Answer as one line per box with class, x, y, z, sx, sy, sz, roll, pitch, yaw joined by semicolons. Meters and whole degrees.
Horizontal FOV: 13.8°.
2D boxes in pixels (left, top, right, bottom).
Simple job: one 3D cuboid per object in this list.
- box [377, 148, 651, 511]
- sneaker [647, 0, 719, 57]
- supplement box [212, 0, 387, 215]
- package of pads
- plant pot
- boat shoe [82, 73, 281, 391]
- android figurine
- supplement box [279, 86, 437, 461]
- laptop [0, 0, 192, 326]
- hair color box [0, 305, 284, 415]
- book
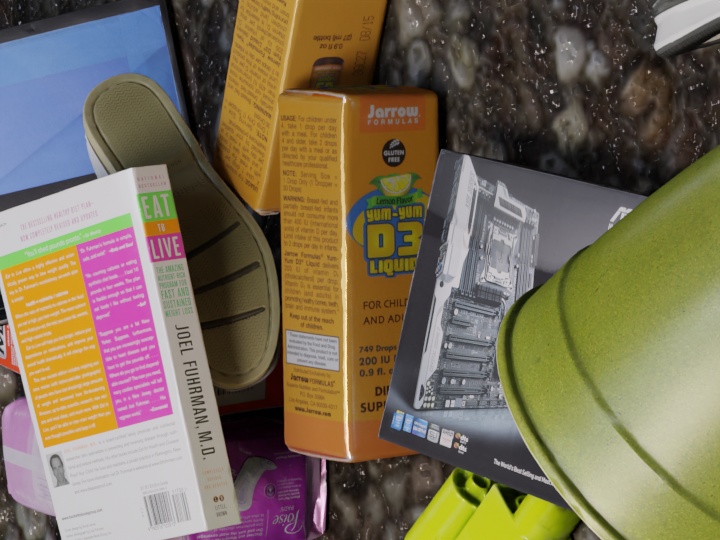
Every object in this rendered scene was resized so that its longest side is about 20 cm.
box;0.099;0.031;1.485;0.200;0.050;0.158;18;97;54
sneaker;0.179;-0.176;1.329;0.200;0.076;0.116;-25;83;57
supplement box;-0.030;-0.134;1.667;0.069;0.066;0.200;35;121;49
package of pads;-0.121;0.118;1.783;0.200;0.120;0.076;11;103;56
plant pot;0.195;0.017;1.263;0.193;0.200;0.201;-51;52;30
boat shoe;-0.098;-0.016;1.696;0.068;0.075;0.200;96;152;-67
android figurine;0.080;0.196;1.567;0.200;0.041;0.182;-56;49;40
supplement box;0.000;0.000;1.625;0.069;0.066;0.200;4;98;56
laptop;-0.195;-0.063;1.802;0.200;0.177;0.103;-86;-19;-59
hair color box;-0.136;0.040;1.805;0.200;0.111;0.064;21;114;54
book;-0.135;0.053;1.647;0.134;0.048;0.200;-16;84;49
